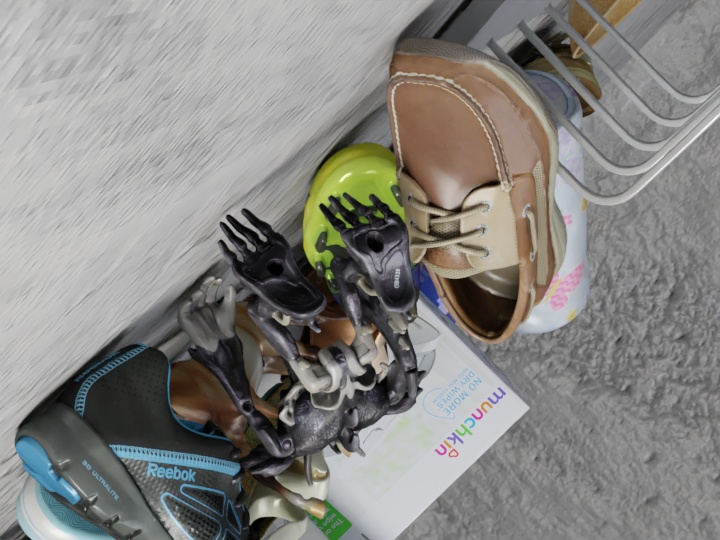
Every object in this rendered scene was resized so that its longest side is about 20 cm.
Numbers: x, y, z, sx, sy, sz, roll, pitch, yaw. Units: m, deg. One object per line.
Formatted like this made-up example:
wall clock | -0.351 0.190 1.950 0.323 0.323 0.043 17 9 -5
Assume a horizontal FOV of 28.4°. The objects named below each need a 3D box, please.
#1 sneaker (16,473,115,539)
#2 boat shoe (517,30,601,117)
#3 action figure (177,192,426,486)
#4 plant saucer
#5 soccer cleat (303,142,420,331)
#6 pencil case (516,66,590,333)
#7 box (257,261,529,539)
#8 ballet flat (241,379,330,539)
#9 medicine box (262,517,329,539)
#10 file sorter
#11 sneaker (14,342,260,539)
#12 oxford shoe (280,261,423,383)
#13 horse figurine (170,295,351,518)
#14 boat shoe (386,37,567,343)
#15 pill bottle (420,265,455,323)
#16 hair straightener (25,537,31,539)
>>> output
sneaker | -0.161 0.145 0.854 0.131 0.080 0.200 -36 170 24
boat shoe | 0.147 -0.151 1.119 0.073 0.063 0.200 -16 178 7
action figure | -0.023 0.032 0.716 0.119 0.102 0.200 -19 152 -15
plant saucer | 0.208 -0.232 0.992 0.200 0.035 0.200 -45 176 -4
soccer cleat | -0.002 -0.030 0.815 0.065 0.084 0.200 -13 157 0
pencil case | 0.121 -0.047 1.041 0.091 0.083 0.200 -14 131 -3
box | -0.012 0.100 1.047 0.200 0.176 0.097 -44 -165 4
ballet flat | -0.055 0.130 0.839 0.071 0.071 0.200 -47 -179 31
medicine box | -0.091 0.254 0.995 0.182 0.200 0.103 -34 -169 41
file sorter | 0.155 -0.140 0.748 0.139 0.125 0.200 -46 176 34
sneaker | -0.078 0.123 0.700 0.073 0.200 0.082 12 -127 50
oxford shoe | 0.000 0.000 0.939 0.071 0.071 0.200 -106 -145 -75
horse figurine | -0.060 0.063 0.841 0.050 0.132 0.200 -62 -178 31
boat shoe | 0.056 -0.031 0.682 0.072 0.076 0.200 -68 149 -25
pill bottle | 0.033 0.009 1.161 0.200 0.112 0.112 -45 176 3
hair straightener | -0.192 0.172 1.055 0.200 0.041 0.077 -41 175 -42
